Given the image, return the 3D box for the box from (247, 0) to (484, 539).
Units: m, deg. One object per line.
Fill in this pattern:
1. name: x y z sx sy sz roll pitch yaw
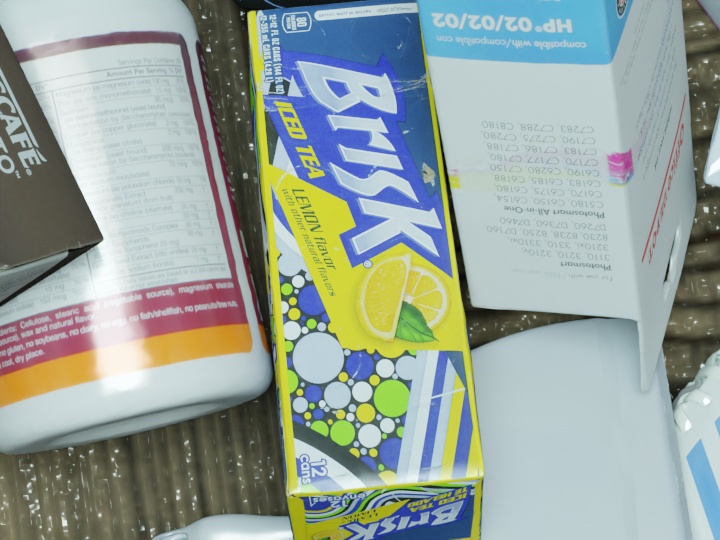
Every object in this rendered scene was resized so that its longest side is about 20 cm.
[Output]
1. box: 0.000 0.000 0.823 0.070 0.064 0.201 -5 62 -2

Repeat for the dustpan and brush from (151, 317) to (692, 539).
1. dustpan and brush: 0.019 0.090 0.848 0.199 0.057 0.140 -2 55 -3

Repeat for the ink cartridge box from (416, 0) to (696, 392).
1. ink cartridge box: 0.076 -0.064 0.815 0.068 0.201 0.115 4 45 18

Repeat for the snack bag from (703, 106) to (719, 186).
1. snack bag: 0.236 -0.109 0.848 0.188 0.021 0.201 11 83 -2

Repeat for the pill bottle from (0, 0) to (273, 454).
1. pill bottle: -0.105 -0.041 0.831 0.109 0.110 0.201 -12 83 -7

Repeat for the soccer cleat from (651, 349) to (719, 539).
1. soccer cleat: 0.145 0.058 0.862 0.086 0.070 0.201 14 76 13

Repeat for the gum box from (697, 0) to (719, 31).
1. gum box: 0.230 -0.083 0.889 0.113 0.066 0.200 -36 86 -8

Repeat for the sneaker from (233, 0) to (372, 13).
1. sneaker: 0.037 -0.144 0.885 0.199 0.078 0.070 -12 80 -28

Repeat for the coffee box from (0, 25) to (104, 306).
1. coffee box: -0.199 -0.011 0.777 0.200 0.080 0.113 -29 84 35
